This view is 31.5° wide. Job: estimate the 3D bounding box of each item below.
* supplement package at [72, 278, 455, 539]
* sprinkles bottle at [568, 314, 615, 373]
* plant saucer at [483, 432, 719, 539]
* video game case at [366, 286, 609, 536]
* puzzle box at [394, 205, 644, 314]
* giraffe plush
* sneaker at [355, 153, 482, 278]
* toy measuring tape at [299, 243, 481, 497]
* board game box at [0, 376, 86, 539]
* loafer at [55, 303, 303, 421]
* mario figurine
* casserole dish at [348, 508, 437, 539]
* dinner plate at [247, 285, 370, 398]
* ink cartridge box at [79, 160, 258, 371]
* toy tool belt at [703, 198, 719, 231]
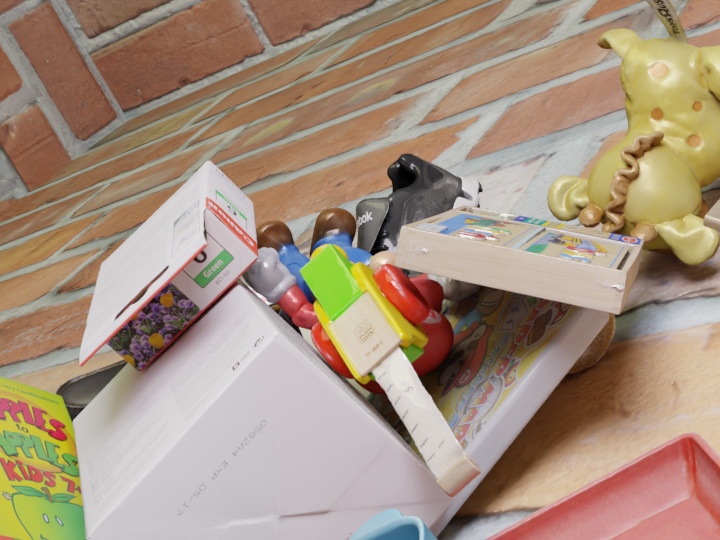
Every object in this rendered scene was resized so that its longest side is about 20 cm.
[{"bbox_3d":[-0.069,0.116,0.788,0.152,0.151,0.200,-47,18,-2],"label":"supplement package"},{"bbox_3d":[0.121,0.018,0.953,0.068,0.068,0.200,-31,18,-5],"label":"sprinkles bottle"},{"bbox_3d":[0.108,0.172,0.590,0.200,0.037,0.200,-28,17,2],"label":"plant saucer"},{"bbox_3d":[0.059,0.081,0.835,0.200,0.023,0.182,-51,18,0],"label":"video game case"},{"bbox_3d":[0.108,-0.011,0.806,0.133,0.025,0.200,12,10,13],"label":"puzzle box"},{"bbox_3d":[0.235,-0.080,0.942,0.172,0.200,0.162,8,69,58],"label":"giraffe plush"},{"bbox_3d":[0.026,-0.010,0.987,0.066,0.090,0.200,-33,30,54],"label":"sneaker"},{"bbox_3d":[0.024,0.056,0.743,0.073,0.074,0.200,-31,51,-5],"label":"toy measuring tape"},{"bbox_3d":[-0.230,0.148,0.852,0.048,0.102,0.200,-53,41,14],"label":"board game box"},{"bbox_3d":[-0.139,0.071,0.968,0.200,0.072,0.073,-15,36,-4],"label":"loafer"},{"bbox_3d":[0.000,0.000,0.877,0.123,0.106,0.200,-45,37,-4],"label":"mario figurine"},{"bbox_3d":[-0.007,0.204,0.582,0.121,0.039,0.200,-40,21,49],"label":"casserole dish"},{"bbox_3d":[-0.046,0.077,1.014,0.200,0.024,0.200,-7,46,8],"label":"dinner plate"},{"bbox_3d":[-0.119,0.003,0.817,0.109,0.050,0.200,-43,18,8],"label":"ink cartridge box"},{"bbox_3d":[0.321,-0.069,0.791,0.200,0.125,0.123,-32,26,-11],"label":"toy tool belt"}]
